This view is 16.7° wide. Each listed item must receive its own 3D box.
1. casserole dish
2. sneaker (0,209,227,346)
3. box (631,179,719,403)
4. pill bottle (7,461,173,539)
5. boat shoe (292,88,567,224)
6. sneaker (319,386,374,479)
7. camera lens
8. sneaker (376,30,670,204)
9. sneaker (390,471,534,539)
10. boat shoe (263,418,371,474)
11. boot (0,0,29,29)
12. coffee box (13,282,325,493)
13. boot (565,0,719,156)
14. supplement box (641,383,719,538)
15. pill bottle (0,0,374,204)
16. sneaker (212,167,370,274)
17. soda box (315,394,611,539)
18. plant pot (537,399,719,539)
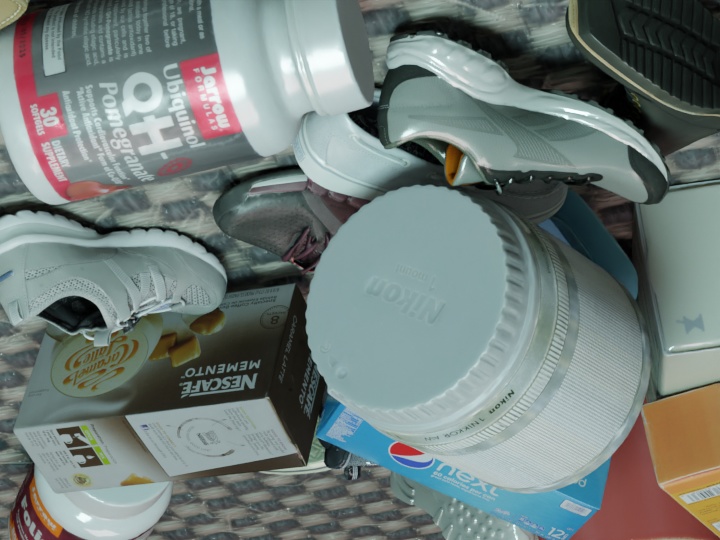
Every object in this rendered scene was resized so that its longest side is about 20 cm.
[{"bbox_3d":[0.137,0.005,1.708,0.039,0.121,0.200,-34,171,-20],"label":"casserole dish"},{"bbox_3d":[-0.174,0.018,1.671,0.200,0.082,0.075,8,152,-42],"label":"sneaker"},{"bbox_3d":[0.259,0.033,1.781,0.109,0.128,0.200,-8,156,1],"label":"box"},{"bbox_3d":[-0.216,0.180,1.988,0.114,0.115,0.200,1,155,-18],"label":"pill bottle"},{"bbox_3d":[0.057,-0.078,1.563,0.199,0.072,0.068,16,148,-25],"label":"boat shoe"},{"bbox_3d":[0.013,0.084,1.822,0.075,0.114,0.200,-1,155,-15],"label":"sneaker"},{"bbox_3d":[0.078,0.045,1.542,0.160,0.161,0.200,-20,152,26],"label":"camera lens"},{"bbox_3d":[0.097,-0.076,1.495,0.200,0.080,0.074,21,170,-19],"label":"sneaker"},{"bbox_3d":[0.101,0.188,2.059,0.080,0.200,0.077,8,108,-30],"label":"sneaker"},{"bbox_3d":[-0.003,0.130,1.990,0.199,0.075,0.062,-13,150,1],"label":"boat shoe"},{"bbox_3d":[-0.259,-0.081,1.343,0.199,0.155,0.072,-19,153,25],"label":"boot"},{"bbox_3d":[-0.132,0.085,1.751,0.199,0.115,0.080,-7,134,21],"label":"coffee box"},{"bbox_3d":[0.168,-0.112,1.512,0.200,0.078,0.138,21,154,-36],"label":"boot"},{"bbox_3d":[0.268,0.146,1.799,0.069,0.067,0.200,-18,155,15],"label":"supplement box"},{"bbox_3d":[-0.098,-0.110,1.381,0.199,0.111,0.111,-13,155,12],"label":"pill bottle"},{"bbox_3d":[0.000,0.000,1.647,0.199,0.116,0.076,5,153,-26],"label":"sneaker"},{"bbox_3d":[0.075,0.117,1.735,0.199,0.068,0.064,25,143,-9],"label":"soda box"},{"bbox_3d":[0.212,0.158,1.987,0.200,0.178,0.201,-6,155,-3],"label":"plant pot"}]
